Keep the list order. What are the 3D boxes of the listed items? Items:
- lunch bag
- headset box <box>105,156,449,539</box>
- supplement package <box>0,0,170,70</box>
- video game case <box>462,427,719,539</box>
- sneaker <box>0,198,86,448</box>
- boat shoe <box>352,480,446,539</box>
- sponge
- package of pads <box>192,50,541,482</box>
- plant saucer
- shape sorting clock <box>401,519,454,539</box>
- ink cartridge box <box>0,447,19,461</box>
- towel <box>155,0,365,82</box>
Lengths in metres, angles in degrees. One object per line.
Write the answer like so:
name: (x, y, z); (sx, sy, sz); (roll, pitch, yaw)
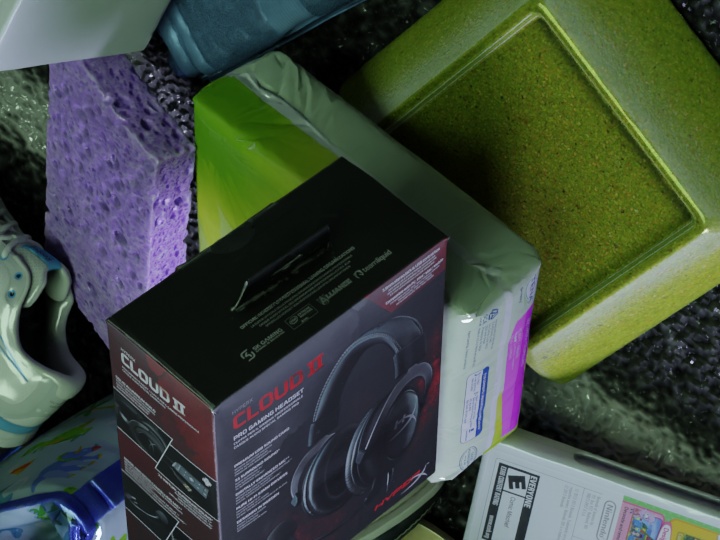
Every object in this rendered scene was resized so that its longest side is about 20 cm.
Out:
lunch bag: (-0.157, 0.144, 1.475); (0.127, 0.170, 0.200); (48, 132, 4)
headset box: (-0.037, 0.055, 1.209); (0.077, 0.149, 0.200); (38, 147, 27)
supplement package: (-0.180, -0.214, 1.315); (0.200, 0.109, 0.114); (53, 132, 23)
video game case: (0.137, 0.193, 1.386); (0.182, 0.022, 0.200); (19, 122, 12)
sneaker: (-0.206, -0.005, 1.482); (0.087, 0.075, 0.200); (-30, 79, 37)
boat shoe: (-0.034, 0.162, 1.428); (0.075, 0.199, 0.066); (46, 166, 44)
sponge: (-0.133, -0.036, 1.403); (0.112, 0.030, 0.200); (51, 151, 29)
package of pads: (0.000, 0.000, 1.323); (0.200, 0.068, 0.155); (40, 150, 25)
plant saucer: (0.095, -0.053, 1.291); (0.200, 0.048, 0.200); (-37, 90, 40)
shape sorting clock: (0.006, 0.224, 1.495); (0.200, 0.039, 0.200); (8, 113, 19)
ink cartridge box: (-0.270, 0.108, 1.514); (0.067, 0.200, 0.116); (43, 129, 7)
towel: (-0.039, -0.179, 1.315); (0.200, 0.049, 0.112); (-24, 95, 40)
